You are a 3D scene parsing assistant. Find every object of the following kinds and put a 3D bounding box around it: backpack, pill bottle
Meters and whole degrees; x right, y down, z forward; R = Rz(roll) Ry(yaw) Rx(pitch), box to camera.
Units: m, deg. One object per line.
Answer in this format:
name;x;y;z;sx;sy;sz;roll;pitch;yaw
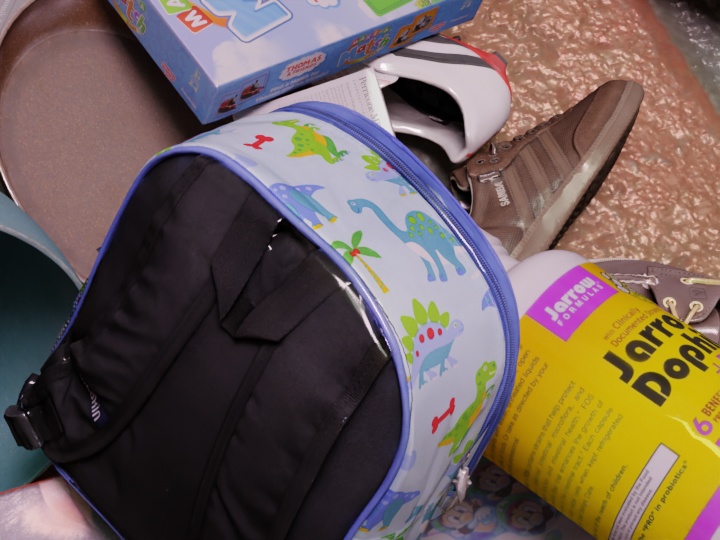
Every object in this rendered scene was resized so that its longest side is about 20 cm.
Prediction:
backpack;-0.026;0.035;0.610;0.183;0.200;0.147;45;42;19
pill bottle;0.108;0.059;0.673;0.200;0.104;0.104;35;60;22

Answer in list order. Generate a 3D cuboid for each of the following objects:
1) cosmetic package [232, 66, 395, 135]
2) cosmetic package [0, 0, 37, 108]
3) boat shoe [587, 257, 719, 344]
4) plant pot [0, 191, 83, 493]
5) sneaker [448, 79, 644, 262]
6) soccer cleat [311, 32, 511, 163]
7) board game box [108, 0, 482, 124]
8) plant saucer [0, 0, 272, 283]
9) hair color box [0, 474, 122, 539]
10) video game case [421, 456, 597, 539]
cosmetic package;0.000;0.000;0.782;0.082;0.051;0.200;-18;75;6
cosmetic package;-0.279;-0.136;0.810;0.200;0.090;0.107;18;62;-5
boat shoe;0.183;0.035;0.802;0.200;0.060;0.072;11;87;-18
plant pot;-0.237;0.016;0.690;0.200;0.200;0.135;-15;44;-19
sneaker;0.095;-0.054;0.851;0.076;0.070;0.200;32;60;10
soccer cleat;-0.006;-0.127;0.864;0.200;0.069;0.085;27;42;2
board game box;-0.047;-0.176;0.821;0.200;0.037;0.151;-27;70;-33
plant saucer;-0.118;-0.061;0.790;0.200;0.032;0.200;22;54;-35
hair color box;-0.135;0.153;0.685;0.200;0.064;0.111;-15;78;-20
video game case;0.097;0.139;0.724;0.182;0.024;0.200;16;55;33
